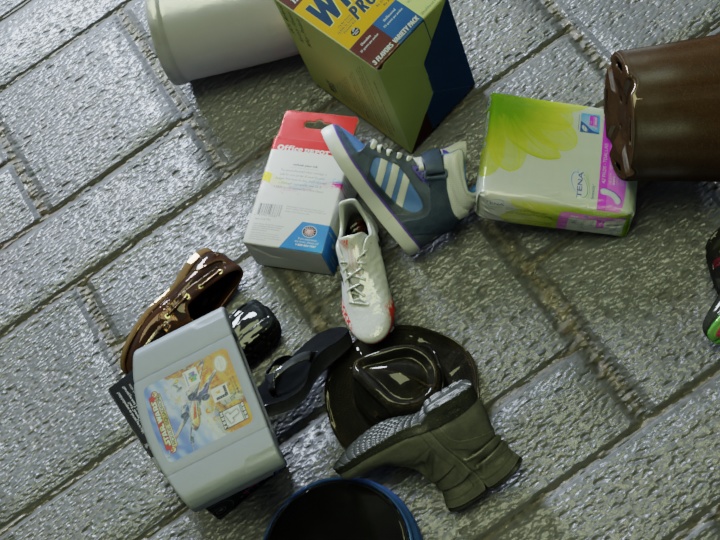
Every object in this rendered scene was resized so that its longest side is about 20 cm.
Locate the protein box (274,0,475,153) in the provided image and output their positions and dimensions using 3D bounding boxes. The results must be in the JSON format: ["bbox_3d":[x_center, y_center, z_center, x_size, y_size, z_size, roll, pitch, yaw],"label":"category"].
[{"bbox_3d":[0.021,-0.301,1.786,0.199,0.199,0.135,38,79,29],"label":"protein box"}]

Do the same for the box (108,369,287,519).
[{"bbox_3d":[-0.189,0.189,1.604,0.114,0.200,0.133,-37,61,-3],"label":"box"}]

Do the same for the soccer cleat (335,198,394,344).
[{"bbox_3d":[0.000,0.000,1.692,0.068,0.086,0.202,-14,50,11],"label":"soccer cleat"}]

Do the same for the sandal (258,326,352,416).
[{"bbox_3d":[-0.081,0.116,1.639,0.075,0.043,0.200,-10,22,33],"label":"sandal"}]

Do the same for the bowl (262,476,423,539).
[{"bbox_3d":[-0.024,0.335,1.576,0.197,0.039,0.204,-7,63,13],"label":"bowl"}]

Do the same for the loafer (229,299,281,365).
[{"bbox_3d":[-0.191,0.113,1.723,0.200,0.068,0.070,-38,52,-10],"label":"loafer"}]

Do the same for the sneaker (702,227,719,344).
[{"bbox_3d":[0.441,-0.001,1.593,0.083,0.077,0.202,9,63,39],"label":"sneaker"}]

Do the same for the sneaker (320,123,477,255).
[{"bbox_3d":[0.060,-0.135,1.712,0.146,0.081,0.201,-38,93,3],"label":"sneaker"}]

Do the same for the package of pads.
[{"bbox_3d":[0.245,-0.128,1.687,0.197,0.068,0.157,8,66,4],"label":"package of pads"}]

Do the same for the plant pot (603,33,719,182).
[{"bbox_3d":[0.395,-0.186,1.592,0.195,0.201,0.203,-5,62,-1],"label":"plant pot"}]

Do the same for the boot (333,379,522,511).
[{"bbox_3d":[0.077,0.226,1.561,0.198,0.068,0.132,-29,100,12],"label":"boot"}]

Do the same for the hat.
[{"bbox_3d":[0.041,0.138,1.629,0.197,0.081,0.204,-7,63,14],"label":"hat"}]

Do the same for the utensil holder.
[{"bbox_3d":[-0.182,-0.362,1.900,0.197,0.170,0.172,-10,62,8],"label":"utensil holder"}]

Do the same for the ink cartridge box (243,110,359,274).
[{"bbox_3d":[-0.068,-0.105,1.791,0.114,0.067,0.203,8,67,19],"label":"ink cartridge box"}]

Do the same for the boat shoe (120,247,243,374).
[{"bbox_3d":[-0.229,0.060,1.755,0.070,0.071,0.201,26,74,30],"label":"boat shoe"}]

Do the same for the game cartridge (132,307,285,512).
[{"bbox_3d":[-0.173,0.152,1.483,0.132,0.042,0.202,-24,63,-1],"label":"game cartridge"}]
